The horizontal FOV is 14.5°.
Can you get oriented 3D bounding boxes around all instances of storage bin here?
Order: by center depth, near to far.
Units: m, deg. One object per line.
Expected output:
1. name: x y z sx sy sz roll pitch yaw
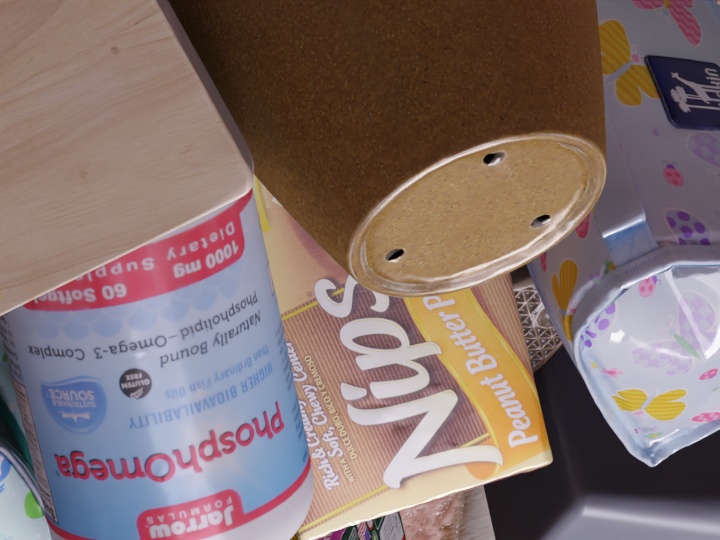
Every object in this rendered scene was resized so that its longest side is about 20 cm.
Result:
1. storage bin: 0.124 0.077 1.391 0.134 0.201 0.146 7 142 -25

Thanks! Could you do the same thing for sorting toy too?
1. sorting toy: -0.165 -0.079 0.929 0.199 0.070 0.199 -25 109 10

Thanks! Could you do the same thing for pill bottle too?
1. pill bottle: -0.078 0.053 1.103 0.108 0.109 0.201 -16 111 -11

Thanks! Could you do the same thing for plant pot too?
1. plant pot: 0.007 -0.099 0.973 0.185 0.201 0.187 -18 151 -10

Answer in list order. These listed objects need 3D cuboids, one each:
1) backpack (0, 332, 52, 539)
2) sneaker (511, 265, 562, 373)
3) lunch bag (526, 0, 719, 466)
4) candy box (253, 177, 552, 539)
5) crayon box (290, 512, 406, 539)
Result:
1. backpack: -0.202 0.071 1.169 0.199 0.151 0.178 -32 140 -12
2. sneaker: 0.011 0.035 1.348 0.199 0.076 0.070 -31 134 19
3. lunch bag: 0.121 -0.035 1.198 0.127 0.170 0.200 -25 151 9
4. candy box: 0.000 0.000 1.171 0.115 0.055 0.201 -17 110 -9
5. crayon box: -0.081 0.148 1.255 0.172 0.059 0.200 -11 -165 13
